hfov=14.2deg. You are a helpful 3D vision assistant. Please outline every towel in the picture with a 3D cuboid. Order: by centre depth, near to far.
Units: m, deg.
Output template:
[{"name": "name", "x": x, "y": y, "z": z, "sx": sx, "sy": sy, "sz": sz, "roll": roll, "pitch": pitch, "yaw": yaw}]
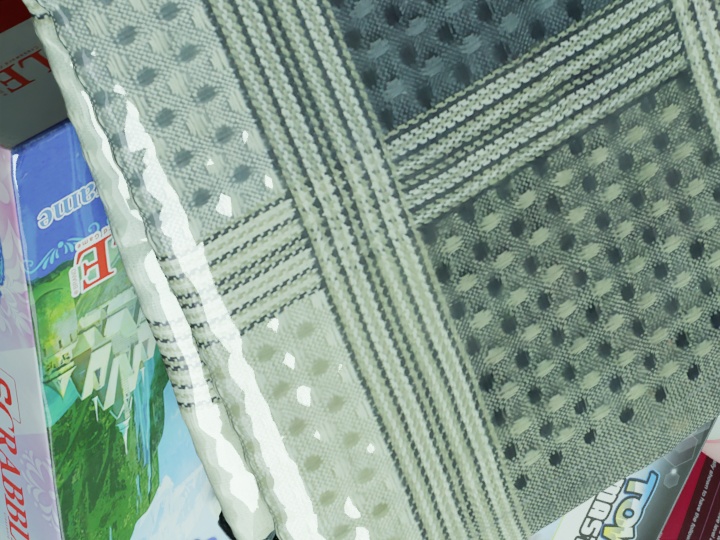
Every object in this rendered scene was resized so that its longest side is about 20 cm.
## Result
[{"name": "towel", "x": 0.034, "y": -0.032, "z": 0.676, "sx": 0.192, "sy": 0.200, "sz": 0.035, "roll": -30, "pitch": -151, "yaw": -15}]

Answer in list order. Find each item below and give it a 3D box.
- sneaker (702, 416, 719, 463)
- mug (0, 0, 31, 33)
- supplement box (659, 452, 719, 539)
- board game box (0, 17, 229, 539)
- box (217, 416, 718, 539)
[{"name": "sneaker", "x": 0.207, "y": 0.016, "z": 1.022, "sx": 0.200, "sy": 0.075, "sz": 0.105, "roll": -31, "pitch": 135, "yaw": 16}, {"name": "mug", "x": -0.069, "y": -0.034, "z": 0.784, "sx": 0.133, "sy": 0.178, "sz": 0.200, "roll": -4, "pitch": 159, "yaw": 21}, {"name": "supplement box", "x": 0.107, "y": 0.084, "z": 1.155, "sx": 0.200, "sy": 0.109, "sz": 0.061, "roll": 39, "pitch": 151, "yaw": -30}, {"name": "board game box", "x": -0.015, "y": -0.005, "z": 0.752, "sx": 0.200, "sy": 0.041, "sz": 0.200, "roll": -32, "pitch": 139, "yaw": -29}, {"name": "box", "x": 0.054, "y": -0.004, "z": 0.733, "sx": 0.110, "sy": 0.200, "sz": 0.035, "roll": 19, "pitch": -168, "yaw": -33}]
